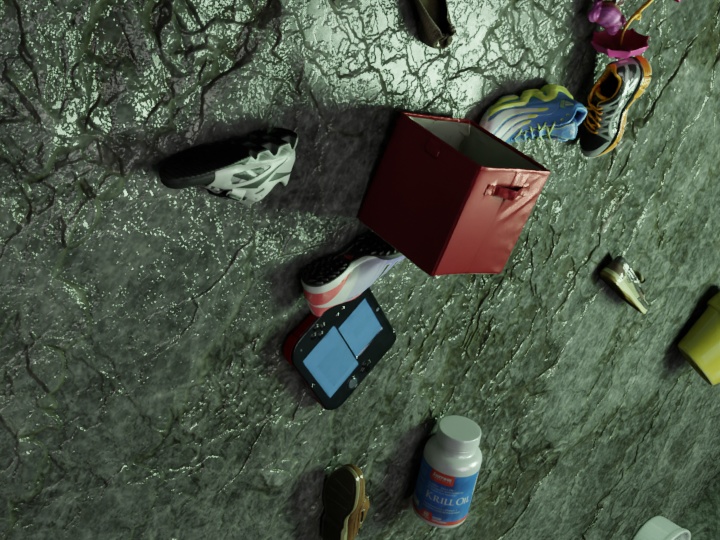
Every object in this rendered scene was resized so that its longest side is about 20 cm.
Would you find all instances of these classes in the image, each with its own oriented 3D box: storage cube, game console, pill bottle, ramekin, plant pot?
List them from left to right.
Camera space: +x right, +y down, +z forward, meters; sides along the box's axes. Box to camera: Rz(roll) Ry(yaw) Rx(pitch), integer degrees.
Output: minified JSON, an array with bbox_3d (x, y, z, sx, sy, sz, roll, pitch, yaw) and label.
[{"bbox_3d":[-0.028,0.117,1.645,0.177,0.031,0.200,-45,141,-13],"label":"game console"},{"bbox_3d":[0.168,0.380,1.973,0.112,0.112,0.200,-15,126,-39],"label":"pill bottle"},{"bbox_3d":[0.136,-0.110,1.527,0.171,0.200,0.180,-2,124,-46],"label":"storage cube"},{"bbox_3d":[0.859,0.811,3.015,0.200,0.098,0.201,-27,134,-32],"label":"ramekin"},{"bbox_3d":[0.886,0.172,2.528,0.189,0.201,0.201,-39,142,5],"label":"plant pot"}]

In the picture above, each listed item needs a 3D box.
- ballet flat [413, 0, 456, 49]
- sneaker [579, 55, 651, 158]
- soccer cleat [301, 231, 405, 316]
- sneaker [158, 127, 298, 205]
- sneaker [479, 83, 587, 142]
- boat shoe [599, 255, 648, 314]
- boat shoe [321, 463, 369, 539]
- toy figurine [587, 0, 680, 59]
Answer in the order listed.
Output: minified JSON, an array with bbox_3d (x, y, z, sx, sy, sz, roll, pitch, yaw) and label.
[{"bbox_3d":[0.092,-0.380,1.404,0.067,0.046,0.200,-42,140,-18],"label":"ballet flat"},{"bbox_3d":[0.421,-0.283,1.788,0.077,0.078,0.200,-6,132,-33],"label":"sneaker"},{"bbox_3d":[0.000,0.000,1.564,0.200,0.068,0.073,-27,134,-25],"label":"soccer cleat"},{"bbox_3d":[-0.161,-0.115,1.306,0.200,0.074,0.089,-19,127,-37],"label":"sneaker"},{"bbox_3d":[0.283,-0.240,1.656,0.200,0.105,0.076,-31,135,-29],"label":"sneaker"},{"bbox_3d":[0.568,0.031,2.175,0.065,0.073,0.200,-51,142,3],"label":"boat shoe"},{"bbox_3d":[-0.022,0.408,1.836,0.068,0.072,0.200,-24,141,-39],"label":"boat shoe"},{"bbox_3d":[0.437,-0.437,1.681,0.200,0.150,0.184,27,106,-30],"label":"toy figurine"}]
